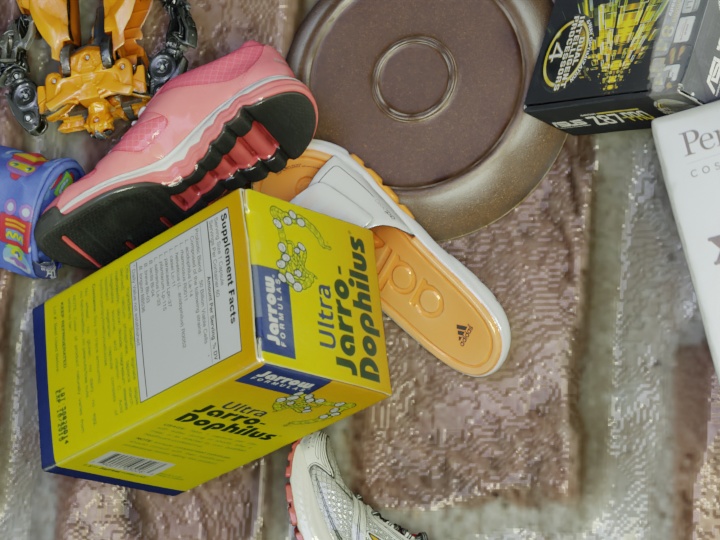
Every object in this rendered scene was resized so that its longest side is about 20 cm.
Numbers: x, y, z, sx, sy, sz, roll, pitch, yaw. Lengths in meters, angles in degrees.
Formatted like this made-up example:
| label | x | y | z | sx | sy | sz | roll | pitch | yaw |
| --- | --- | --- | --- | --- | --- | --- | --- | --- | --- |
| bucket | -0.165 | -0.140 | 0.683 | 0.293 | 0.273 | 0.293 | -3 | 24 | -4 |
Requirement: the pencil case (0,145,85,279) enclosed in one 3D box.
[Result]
| label | x | y | z | sx | sy | sz | roll | pitch | yaw |
| --- | --- | --- | --- | --- | --- | --- | --- | --- | --- |
| pencil case | -0.276 | -0.048 | 1.430 | 0.199 | 0.087 | 0.078 | 12 | 39 | 18 |

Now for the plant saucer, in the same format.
| label | x | y | z | sx | sy | sz | roll | pitch | yaw |
| --- | --- | --- | --- | --- | --- | --- | --- | --- | --- |
| plant saucer | 0.037 | -0.118 | 1.377 | 0.199 | 0.032 | 0.202 | -4 | 76 | 17 |

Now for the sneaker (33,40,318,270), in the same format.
| label | x | y | z | sx | sy | sz | roll | pitch | yaw |
| --- | --- | --- | --- | --- | --- | --- | --- | --- | --- |
| sneaker | -0.120 | -0.073 | 1.368 | 0.199 | 0.074 | 0.087 | -31 | 46 | 7 |

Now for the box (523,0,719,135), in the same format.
| label | x | y | z | sx | sy | sz | roll | pitch | yaw |
| --- | --- | --- | --- | --- | --- | --- | --- | --- | --- |
| box | 0.184 | -0.183 | 1.289 | 0.161 | 0.049 | 0.201 | 2 | 71 | 59 |

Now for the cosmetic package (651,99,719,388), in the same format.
| label | x | y | z | sx | sy | sz | roll | pitch | yaw |
| --- | --- | --- | --- | --- | --- | --- | --- | --- | --- |
| cosmetic package | 0.271 | 0.006 | 1.203 | 0.164 | 0.165 | 0.201 | -17 | 73 | 11 |

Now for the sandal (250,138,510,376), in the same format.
| label | x | y | z | sx | sy | sz | roll | pitch | yaw |
| --- | --- | --- | --- | --- | --- | --- | --- | --- | --- |
| sandal | 0.004 | -0.006 | 1.329 | 0.206 | 0.059 | 0.079 | 39 | 124 | 21 |

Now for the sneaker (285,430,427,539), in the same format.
| label | x | y | z | sx | sy | sz | roll | pitch | yaw |
| --- | --- | --- | --- | --- | --- | --- | --- | --- | --- |
| sneaker | 0.022 | 0.180 | 1.292 | 0.082 | 0.078 | 0.201 | -33 | 79 | 2 |

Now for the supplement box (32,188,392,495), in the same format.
| label | x | y | z | sx | sy | sz | roll | pitch | yaw |
| --- | --- | --- | --- | --- | --- | --- | --- | --- | --- |
| supplement box | -0.092 | 0.048 | 1.287 | 0.199 | 0.109 | 0.110 | -27 | 60 | 38 |

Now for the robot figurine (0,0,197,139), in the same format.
| label | x | y | z | sx | sy | sz | roll | pitch | yaw |
| --- | --- | --- | --- | --- | --- | --- | --- | --- | --- |
| robot figurine | -0.175 | -0.180 | 1.441 | 0.144 | 0.058 | 0.201 | -10 | 74 | 15 |
